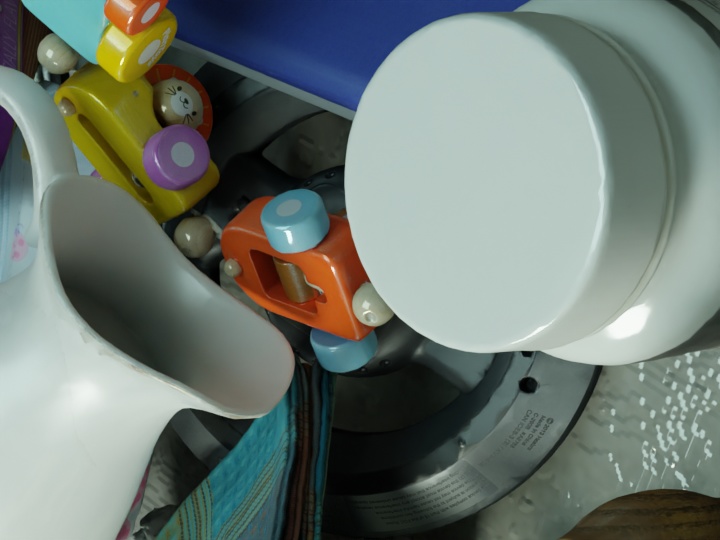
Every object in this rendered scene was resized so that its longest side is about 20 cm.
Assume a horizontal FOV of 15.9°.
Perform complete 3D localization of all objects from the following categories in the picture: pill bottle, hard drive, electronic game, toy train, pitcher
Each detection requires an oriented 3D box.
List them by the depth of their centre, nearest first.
[{"bbox_3d":[0.095,-0.031,0.785,0.114,0.200,0.114,5,97,42],"label":"pill bottle"},{"bbox_3d":[-0.051,-0.063,0.900,0.150,0.056,0.200,15,139,45],"label":"toy train"},{"bbox_3d":[0.001,-0.124,0.937,0.200,0.025,0.132,25,78,38],"label":"hard drive"},{"bbox_3d":[-0.143,0.040,0.943,0.200,0.121,0.172,-43,73,29],"label":"pitcher"},{"bbox_3d":[0.000,0.000,0.959,0.200,0.042,0.200,1,93,25],"label":"electronic game"}]

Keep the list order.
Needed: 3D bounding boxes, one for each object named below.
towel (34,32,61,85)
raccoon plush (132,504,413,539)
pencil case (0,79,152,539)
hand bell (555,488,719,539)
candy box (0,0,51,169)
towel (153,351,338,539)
[{"bbox_3d":[-0.180,-0.034,1.148,0.147,0.024,0.200,-3,91,42],"label":"towel"},{"bbox_3d":[-0.051,0.152,0.975,0.200,0.134,0.097,4,98,41],"label":"raccoon plush"},{"bbox_3d":[-0.120,0.025,1.049,0.083,0.091,0.200,-136,59,-71],"label":"pencil case"},{"bbox_3d":[0.121,0.077,0.772,0.104,0.200,0.104,5,98,41],"label":"hand bell"},{"bbox_3d":[-0.172,-0.134,1.010,0.056,0.117,0.200,-12,51,42],"label":"candy box"},{"bbox_3d":[-0.071,0.138,0.921,0.200,0.022,0.147,-52,20,31],"label":"towel"}]
